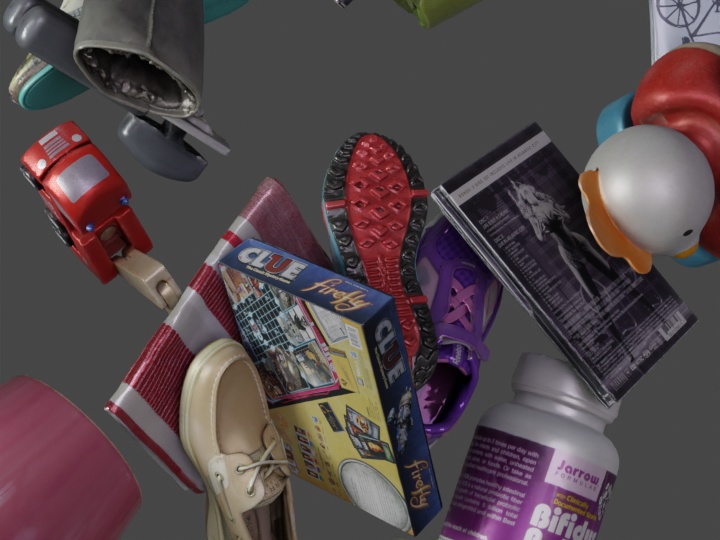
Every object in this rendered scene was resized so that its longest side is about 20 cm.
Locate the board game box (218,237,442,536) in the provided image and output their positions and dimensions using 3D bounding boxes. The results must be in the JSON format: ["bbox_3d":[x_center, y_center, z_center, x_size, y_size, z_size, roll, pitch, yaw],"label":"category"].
[{"bbox_3d":[-0.019,0.081,1.209,0.035,0.135,0.200,-41,136,-31],"label":"board game box"}]

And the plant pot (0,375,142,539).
[{"bbox_3d":[-0.253,0.176,1.176,0.200,0.200,0.179,49,62,-7],"label":"plant pot"}]

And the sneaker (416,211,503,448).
[{"bbox_3d":[0.066,0.046,1.303,0.080,0.088,0.201,21,82,-11],"label":"sneaker"}]

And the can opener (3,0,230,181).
[{"bbox_3d":[-0.173,-0.120,1.228,0.200,0.053,0.067,29,101,-41],"label":"can opener"}]

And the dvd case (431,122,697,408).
[{"bbox_3d":[0.155,-0.008,1.301,0.200,0.016,0.149,51,41,3],"label":"dvd case"}]

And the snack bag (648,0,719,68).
[{"bbox_3d":[0.318,-0.230,1.412,0.188,0.021,0.201,-2,87,-13],"label":"snack bag"}]

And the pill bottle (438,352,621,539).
[{"bbox_3d":[0.128,0.168,1.300,0.112,0.112,0.201,21,83,-12],"label":"pill bottle"}]

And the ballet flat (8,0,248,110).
[{"bbox_3d":[-0.176,-0.186,1.273,0.200,0.072,0.072,-29,94,-14],"label":"ballet flat"}]

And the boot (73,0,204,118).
[{"bbox_3d":[-0.171,-0.220,1.183,0.182,0.073,0.200,25,59,-24],"label":"boot"}]

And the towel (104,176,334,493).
[{"bbox_3d":[-0.090,0.050,1.239,0.023,0.144,0.200,23,70,33],"label":"towel"}]

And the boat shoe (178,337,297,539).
[{"bbox_3d":[-0.077,0.140,1.229,0.072,0.065,0.201,-30,128,-38],"label":"boat shoe"}]

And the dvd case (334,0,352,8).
[{"bbox_3d":[-0.016,-0.300,1.249,0.149,0.016,0.200,-45,56,10],"label":"dvd case"}]

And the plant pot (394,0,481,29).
[{"bbox_3d":[0.086,-0.283,1.288,0.190,0.200,0.200,-37,96,0],"label":"plant pot"}]

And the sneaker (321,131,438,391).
[{"bbox_3d":[0.000,0.000,1.267,0.079,0.096,0.201,3,73,-20],"label":"sneaker"}]

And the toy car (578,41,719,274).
[{"bbox_3d":[0.234,-0.054,1.270,0.200,0.184,0.177,-38,98,-34],"label":"toy car"}]

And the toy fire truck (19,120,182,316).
[{"bbox_3d":[-0.160,-0.006,1.221,0.049,0.200,0.141,-40,68,-13],"label":"toy fire truck"}]
